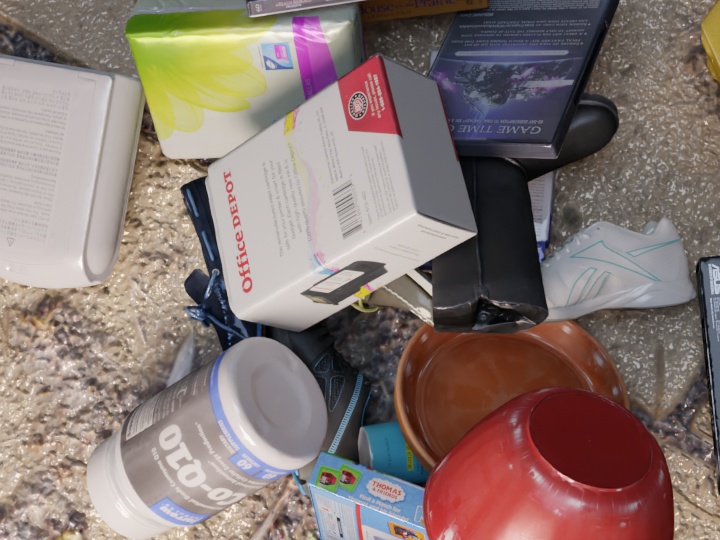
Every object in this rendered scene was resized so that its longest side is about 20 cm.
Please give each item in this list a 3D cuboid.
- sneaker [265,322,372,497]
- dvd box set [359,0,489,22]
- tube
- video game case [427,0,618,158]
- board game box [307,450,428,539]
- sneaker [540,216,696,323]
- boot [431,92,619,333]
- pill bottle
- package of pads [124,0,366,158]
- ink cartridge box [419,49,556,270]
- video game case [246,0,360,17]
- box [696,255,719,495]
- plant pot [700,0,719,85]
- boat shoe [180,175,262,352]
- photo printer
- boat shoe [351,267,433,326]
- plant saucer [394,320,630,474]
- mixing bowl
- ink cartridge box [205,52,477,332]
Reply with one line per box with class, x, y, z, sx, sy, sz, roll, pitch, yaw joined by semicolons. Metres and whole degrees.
sneaker;-0.035;0.092;1.332;0.081;0.073;0.202;-11;85;-9
dvd box set;0.014;-0.282;1.367;0.198;0.029;0.147;-6;51;8
tube;0.099;0.147;1.292;0.198;0.050;0.078;-6;85;-12
video game case;0.128;-0.175;1.287;0.142;0.019;0.201;4;54;30
board game box;0.059;0.220;1.244;0.199;0.152;0.037;20;66;12
sneaker;0.182;0.002;1.283;0.199;0.070;0.081;-9;91;-14
boot;0.135;-0.046;1.238;0.164;0.066;0.201;-12;47;17
pill bottle;-0.133;0.146;1.273;0.200;0.113;0.114;-33;75;34
package of pads;-0.092;-0.171;1.336;0.198;0.155;0.069;-1;48;8
ink cartridge box;0.113;-0.092;1.345;0.118;0.042;0.202;4;79;9
video game case;-0.002;-0.271;1.302;0.198;0.019;0.143;-8;38;-1
box;0.370;0.083;1.272;0.159;0.044;0.202;-6;80;8
plant pot;0.391;-0.179;1.243;0.199;0.195;0.195;-24;78;11
boat shoe;-0.125;0.014;1.351;0.068;0.084;0.201;-4;65;-10
photo printer;-0.284;-0.086;1.371;0.165;0.069;0.202;11;94;25
boat shoe;0.001;0.001;1.314;0.201;0.072;0.060;35;86;33
plant saucer;0.126;0.113;1.273;0.199;0.032;0.201;5;53;-7
mixing bowl;0.153;0.160;1.132;0.199;0.109;0.201;9;41;-8
ink cartridge box;-0.020;-0.058;1.237;0.199;0.083;0.147;-29;62;33
